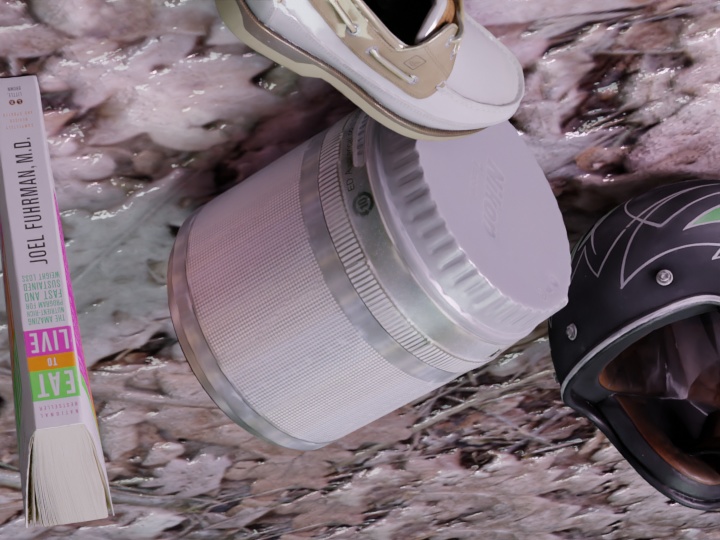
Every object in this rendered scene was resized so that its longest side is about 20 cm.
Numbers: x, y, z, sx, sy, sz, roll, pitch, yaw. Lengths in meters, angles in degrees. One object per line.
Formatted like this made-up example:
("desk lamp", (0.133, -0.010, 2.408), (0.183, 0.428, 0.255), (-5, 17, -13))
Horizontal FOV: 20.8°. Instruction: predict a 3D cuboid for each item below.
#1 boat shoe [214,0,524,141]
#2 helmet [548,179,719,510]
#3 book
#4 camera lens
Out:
("boat shoe", (0.021, -0.122, 0.998), (0.199, 0.075, 0.068), (16, 148, -42))
("helmet", (0.219, 0.036, 1.265), (0.200, 0.191, 0.200), (-45, 176, -4))
("book", (-0.168, 0.017, 1.044), (0.048, 0.201, 0.134), (-7, 153, -10))
("camera lens", (0.000, 0.000, 1.130), (0.199, 0.161, 0.159), (-30, 149, 30))
